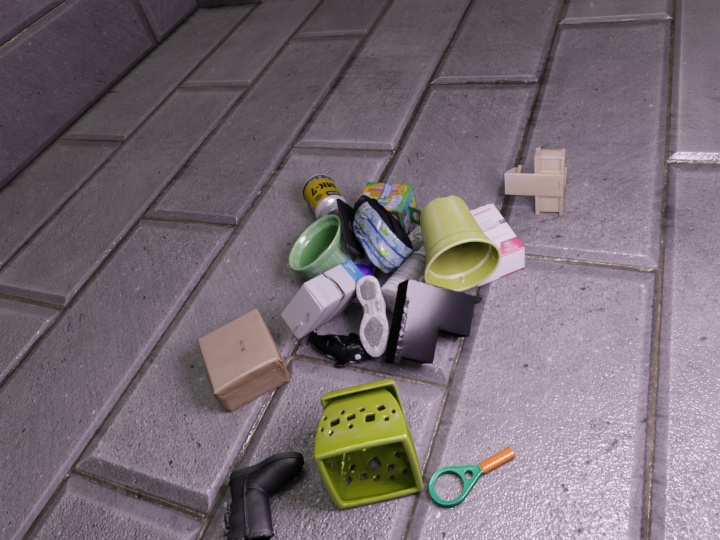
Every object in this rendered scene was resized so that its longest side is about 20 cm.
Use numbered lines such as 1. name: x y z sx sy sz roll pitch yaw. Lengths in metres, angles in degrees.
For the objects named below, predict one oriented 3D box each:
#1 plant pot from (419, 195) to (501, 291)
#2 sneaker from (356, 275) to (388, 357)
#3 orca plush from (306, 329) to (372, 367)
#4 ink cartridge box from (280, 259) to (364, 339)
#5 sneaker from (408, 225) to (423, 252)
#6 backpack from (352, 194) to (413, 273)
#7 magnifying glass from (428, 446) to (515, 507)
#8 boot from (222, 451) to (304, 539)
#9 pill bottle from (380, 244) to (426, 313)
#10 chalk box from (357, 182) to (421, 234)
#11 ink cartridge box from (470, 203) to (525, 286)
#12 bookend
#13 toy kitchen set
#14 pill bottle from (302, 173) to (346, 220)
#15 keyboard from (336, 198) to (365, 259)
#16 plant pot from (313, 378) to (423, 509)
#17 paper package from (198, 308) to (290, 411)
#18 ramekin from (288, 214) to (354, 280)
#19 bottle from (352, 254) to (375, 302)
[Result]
1. plant pot: 0.233 -0.080 1.508 0.196 0.202 0.187 -16 53 2
2. sneaker: 0.042 0.120 1.520 0.076 0.099 0.205 -7 75 16
3. orca plush: -0.060 0.177 1.540 0.198 0.072 0.105 27 59 37
4. ink cartridge box: -0.092 0.072 1.539 0.085 0.145 0.199 48 39 11
5. sneaker: 0.155 -0.089 1.705 0.195 0.100 0.076 -13 48 18
6. backpack: 0.062 -0.091 1.624 0.155 0.163 0.199 -51 44 -3
7. magnifying glass: 0.233 0.424 1.241 0.197 0.023 0.080 -27 44 -6
8. boot: -0.205 0.495 1.276 0.194 0.074 0.164 -21 41 8
9. pill bottle: 0.151 0.022 1.591 0.112 0.115 0.200 24 58 35
10. chalk box: 0.101 -0.176 1.797 0.195 0.126 0.125 8 49 23
11. ink cartridge box: 0.344 -0.074 1.643 0.142 0.085 0.202 -20 45 -2
12. bookend: 0.178 0.145 1.456 0.195 0.092 0.204 13 79 -11
13. toy kitchen set: 0.510 -0.294 1.720 0.159 0.203 0.183 4 48 21
14. pill bottle: -0.107 -0.213 1.909 0.112 0.116 0.201 -25 44 -8
15. keyboard: -0.017 -0.110 1.690 0.020 0.126 0.203 -35 44 25
16. plant pot: 0.015 0.354 1.258 0.195 0.202 0.183 -13 38 6
17. paper package: -0.305 0.232 1.545 0.187 0.105 0.201 -26 45 -9
18. ramekin: -0.104 -0.052 1.718 0.198 0.098 0.202 -31 33 23
19. bottle: 0.000 0.000 1.698 0.081 0.066 0.203 0 47 19
